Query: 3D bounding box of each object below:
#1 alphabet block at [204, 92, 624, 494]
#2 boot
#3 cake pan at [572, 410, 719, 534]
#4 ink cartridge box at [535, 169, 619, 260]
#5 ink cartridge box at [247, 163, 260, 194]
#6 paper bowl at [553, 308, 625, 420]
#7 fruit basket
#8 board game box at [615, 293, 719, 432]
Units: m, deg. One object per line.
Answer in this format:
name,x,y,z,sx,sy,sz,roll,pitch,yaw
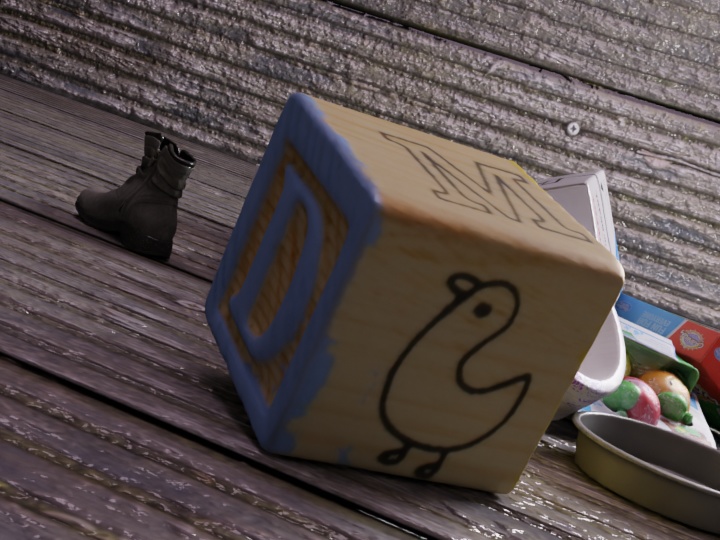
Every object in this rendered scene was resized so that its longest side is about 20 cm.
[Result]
alphabet block,0.028,0.015,0.848,0.199,0.196,0.197,13,24,-27
boot,-0.255,-0.101,1.397,0.067,0.132,0.199,13,9,-41
cake pan,0.269,0.173,1.017,0.199,0.037,0.200,18,7,-2
ink cartridge box,0.228,-0.026,1.304,0.084,0.147,0.200,-8,7,17
ink cartridge box,-0.101,-0.071,1.639,0.066,0.117,0.199,10,10,-43
paper bowl,0.145,0.041,1.096,0.200,0.104,0.202,37,36,-32
fruit basket,0.276,0.121,1.216,0.184,0.094,0.200,25,15,-1
board game box,0.382,0.118,1.388,0.200,0.040,0.153,47,-12,-36
